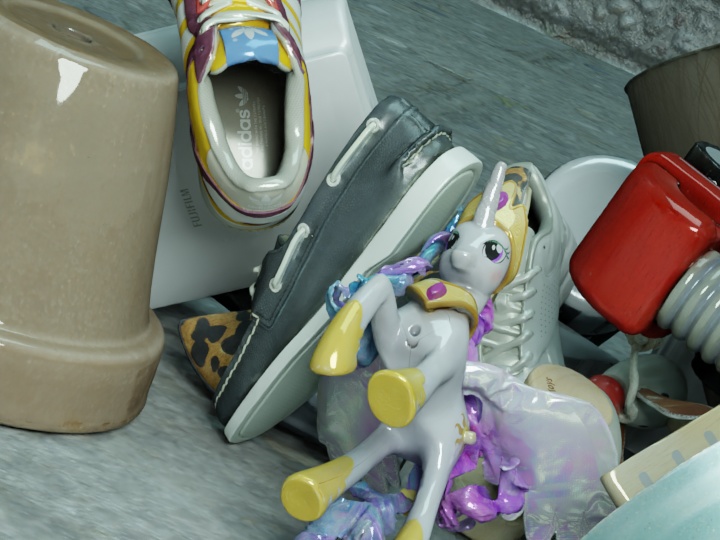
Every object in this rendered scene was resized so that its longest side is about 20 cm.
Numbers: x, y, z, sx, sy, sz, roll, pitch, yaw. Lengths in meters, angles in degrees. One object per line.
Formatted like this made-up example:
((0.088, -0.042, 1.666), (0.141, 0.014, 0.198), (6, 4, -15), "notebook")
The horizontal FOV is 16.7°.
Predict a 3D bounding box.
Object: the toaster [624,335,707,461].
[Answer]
((0.257, 0.092, 1.491), (0.200, 0.129, 0.114), (29, 16, 24), "toaster")

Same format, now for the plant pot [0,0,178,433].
((-0.170, -0.039, 1.209), (0.200, 0.175, 0.200), (23, 14, -6), "plant pot")

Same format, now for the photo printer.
((-0.085, -0.060, 1.344), (0.200, 0.166, 0.069), (-12, 44, 6), "photo printer")

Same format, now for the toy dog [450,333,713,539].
((0.137, 0.097, 1.305), (0.200, 0.132, 0.096), (-32, 68, -37), "toy dog")

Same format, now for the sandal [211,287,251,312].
((-0.041, 0.021, 1.407), (0.200, 0.075, 0.048), (46, -15, 38), "sandal")

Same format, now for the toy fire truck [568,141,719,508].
((0.166, 0.037, 1.168), (0.176, 0.129, 0.200), (40, 18, 16), "toy fire truck")

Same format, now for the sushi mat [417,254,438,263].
((0.008, -0.041, 1.544), (0.200, 0.012, 0.096), (36, 14, 36), "sushi mat")

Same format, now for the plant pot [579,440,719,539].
((0.192, 0.157, 1.071), (0.200, 0.200, 0.134), (3, 51, -55), "plant pot")

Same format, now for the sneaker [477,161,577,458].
((0.080, 0.023, 1.398), (0.078, 0.099, 0.200), (-5, 52, 12), "sneaker")

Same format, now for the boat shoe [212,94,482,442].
((-0.018, 0.001, 1.234), (0.060, 0.200, 0.076), (45, 18, 16), "boat shoe")

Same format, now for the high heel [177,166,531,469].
((0.000, 0.000, 1.325), (0.143, 0.200, 0.071), (28, -21, 6), "high heel")

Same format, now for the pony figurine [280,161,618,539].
((0.035, 0.068, 1.159), (0.167, 0.193, 0.200), (12, 32, 20), "pony figurine")

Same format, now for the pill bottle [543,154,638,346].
((0.137, -0.001, 1.601), (0.106, 0.106, 0.200), (22, -15, -3), "pill bottle")

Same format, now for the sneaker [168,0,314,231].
((-0.058, -0.123, 1.218), (0.075, 0.200, 0.090), (-11, -7, -10), "sneaker")

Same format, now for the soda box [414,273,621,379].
((0.065, 0.038, 1.526), (0.068, 0.063, 0.200), (8, 20, -45), "soda box")

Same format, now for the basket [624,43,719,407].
((0.235, -0.021, 1.380), (0.136, 0.200, 0.180), (-9, -5, -9), "basket")
